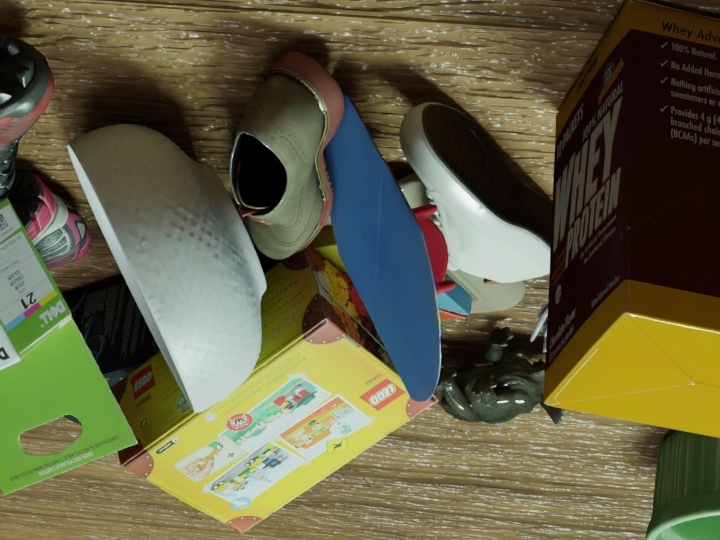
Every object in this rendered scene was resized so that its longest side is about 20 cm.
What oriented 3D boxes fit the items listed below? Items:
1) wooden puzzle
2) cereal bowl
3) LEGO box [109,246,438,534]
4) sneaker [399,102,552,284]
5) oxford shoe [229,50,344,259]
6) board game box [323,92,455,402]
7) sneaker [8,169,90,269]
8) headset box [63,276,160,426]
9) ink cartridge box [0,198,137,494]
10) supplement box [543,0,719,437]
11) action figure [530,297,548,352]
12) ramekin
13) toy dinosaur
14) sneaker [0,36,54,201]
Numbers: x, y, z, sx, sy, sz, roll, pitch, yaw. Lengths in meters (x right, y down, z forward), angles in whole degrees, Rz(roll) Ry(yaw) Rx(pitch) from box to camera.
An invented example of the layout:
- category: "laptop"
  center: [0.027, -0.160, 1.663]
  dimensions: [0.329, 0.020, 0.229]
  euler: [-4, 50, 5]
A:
- category: "wooden puzzle"
  center: [0.000, 0.000, 1.184]
  dimensions: [0.198, 0.038, 0.185]
  euler: [-12, 147, 31]
- category: "cereal bowl"
  center: [-0.119, -0.011, 1.056]
  dimensions: [0.083, 0.201, 0.201]
  euler: [-26, 153, -9]
- category: "LEGO box"
  center: [-0.066, 0.094, 1.179]
  dimensions: [0.199, 0.078, 0.149]
  euler: [-35, 137, 16]
- category: "sneaker"
  center: [0.065, -0.038, 1.049]
  dimensions: [0.084, 0.074, 0.200]
  euler: [-21, 144, 24]
- category: "oxford shoe"
  center: [-0.062, -0.059, 1.027]
  dimensions: [0.070, 0.075, 0.201]
  euler: [32, 151, 14]
- category: "board game box"
  center: [0.028, -0.020, 1.003]
  dimensions: [0.039, 0.201, 0.159]
  euler: [-16, 142, -15]
- category: "sneaker"
  center: [-0.295, -0.011, 1.184]
  dimensions: [0.198, 0.082, 0.075]
  euler: [-12, 150, 30]
- category: "headset box"
  center: [-0.145, 0.079, 1.304]
  dimensions: [0.198, 0.094, 0.174]
  euler: [-16, 144, 36]
- category: "ink cartridge box"
  center: [-0.269, 0.069, 1.102]
  dimensions: [0.147, 0.076, 0.202]
  euler: [-22, 101, 29]
- category: "supplement box"
  center: [0.221, -0.021, 0.918]
  dimensions: [0.195, 0.202, 0.133]
  euler: [11, 153, -9]
- category: "action figure"
  center: [0.210, 0.033, 1.157]
  dimensions: [0.199, 0.070, 0.130]
  euler: [18, 133, -37]
- category: "ramekin"
  center: [0.360, 0.208, 1.430]
  dimensions: [0.197, 0.099, 0.201]
  euler: [5, 152, 3]
- category: "toy dinosaur"
  center: [0.100, 0.099, 1.308]
  dimensions: [0.198, 0.078, 0.102]
  euler: [-12, 140, 26]
- category: "sneaker"
  center: [-0.250, -0.093, 1.029]
  dimensions: [0.199, 0.072, 0.097]
  euler: [-18, 144, 42]
